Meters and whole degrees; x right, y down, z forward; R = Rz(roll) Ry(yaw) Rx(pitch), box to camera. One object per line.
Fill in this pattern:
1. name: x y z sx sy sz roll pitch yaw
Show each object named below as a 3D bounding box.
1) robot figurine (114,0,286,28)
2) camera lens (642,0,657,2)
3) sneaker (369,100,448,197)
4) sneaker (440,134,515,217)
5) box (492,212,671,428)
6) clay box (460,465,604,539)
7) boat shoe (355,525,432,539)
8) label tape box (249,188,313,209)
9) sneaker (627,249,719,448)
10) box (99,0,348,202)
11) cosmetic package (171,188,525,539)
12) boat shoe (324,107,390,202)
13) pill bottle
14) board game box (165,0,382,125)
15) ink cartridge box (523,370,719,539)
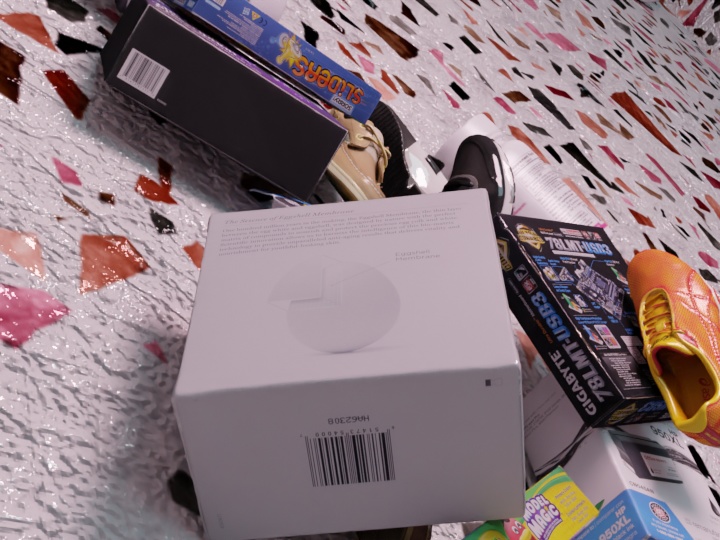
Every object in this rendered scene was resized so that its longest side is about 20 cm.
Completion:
1. robot figurine: -0.165 -0.295 1.135 0.197 0.126 0.151 14 29 -21
2. camera lens: 0.792 -0.871 3.274 0.159 0.160 0.201 19 34 -37
3. sneaker: 0.056 -0.084 1.204 0.088 0.074 0.202 5 55 -52
4. sneaker: 0.086 -0.039 1.081 0.087 0.075 0.203 16 72 -31
5. box: 0.211 0.043 1.045 0.199 0.050 0.200 4 47 -52
6. clay box: 0.082 0.197 0.763 0.048 0.115 0.199 48 27 15
7. boat shoe: 0.030 0.130 0.841 0.067 0.072 0.201 26 28 -23
8. label tape box: 0.000 0.000 0.986 0.142 0.067 0.199 16 9 -40
9. sneaker: 0.269 0.053 0.982 0.077 0.073 0.202 28 33 -36
10. box: -0.123 -0.156 1.017 0.198 0.079 0.141 30 7 -22
11. cosmetic package: -0.003 0.054 0.750 0.196 0.124 0.201 -5 34 4
12. boat shoe: -0.009 -0.113 1.101 0.074 0.066 0.200 53 3 -32
13. pill bottle: 0.171 -0.070 1.286 0.200 0.114 0.113 46 27 10
14. board game box: -0.088 -0.208 1.052 0.199 0.035 0.135 29 5 -34
15. ink cartridge box: 0.230 0.190 1.007 0.143 0.084 0.201 25 30 -31
